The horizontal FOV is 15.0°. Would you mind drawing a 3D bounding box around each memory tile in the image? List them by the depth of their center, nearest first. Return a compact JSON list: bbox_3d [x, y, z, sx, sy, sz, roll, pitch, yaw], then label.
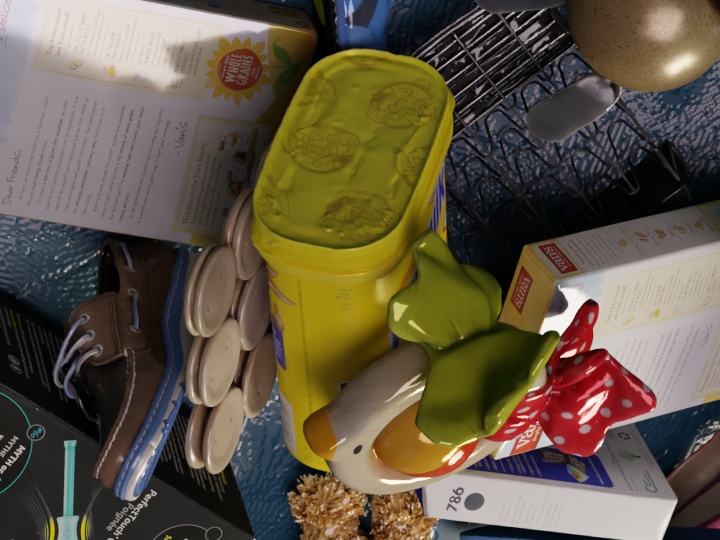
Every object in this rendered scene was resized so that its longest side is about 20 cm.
[{"bbox_3d":[-0.054,0.003,1.526,0.017,0.200,0.154,13,133,17],"label":"memory tile"}]

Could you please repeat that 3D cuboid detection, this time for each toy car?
[{"bbox_3d":[0.170,-0.153,1.515,0.199,0.158,0.165,-23,101,10],"label":"toy car"}]

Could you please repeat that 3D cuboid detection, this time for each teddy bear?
[{"bbox_3d":[-0.001,0.215,1.724,0.144,0.067,0.201,16,113,-19],"label":"teddy bear"}]

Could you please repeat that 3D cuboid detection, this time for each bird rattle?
[{"bbox_3d":[0.053,0.062,1.469,0.163,0.113,0.200,-33,160,13],"label":"bird rattle"}]

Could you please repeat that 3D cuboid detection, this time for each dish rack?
[{"bbox_3d":[0.094,-0.068,1.603,0.153,0.055,0.200,-38,119,5],"label":"dish rack"}]

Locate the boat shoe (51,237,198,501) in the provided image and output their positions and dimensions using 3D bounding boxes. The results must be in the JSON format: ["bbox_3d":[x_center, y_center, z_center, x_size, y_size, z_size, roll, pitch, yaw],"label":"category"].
[{"bbox_3d":[-0.135,0.052,1.527,0.072,0.200,0.073,20,121,-9],"label":"boat shoe"}]

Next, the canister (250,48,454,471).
[{"bbox_3d":[0.000,0.000,1.517,0.086,0.149,0.201,11,140,13],"label":"canister"}]

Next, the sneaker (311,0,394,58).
[{"bbox_3d":[0.009,-0.187,1.507,0.078,0.066,0.201,-12,120,-12],"label":"sneaker"}]

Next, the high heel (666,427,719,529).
[{"bbox_3d":[0.221,0.125,1.736,0.095,0.068,0.201,6,128,-26],"label":"high heel"}]

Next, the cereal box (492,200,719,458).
[{"bbox_3d":[0.168,0.030,1.626,0.199,0.040,0.144,-12,137,-30],"label":"cereal box"}]

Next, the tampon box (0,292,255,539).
[{"bbox_3d":[-0.190,0.129,1.592,0.200,0.126,0.150,35,106,-29],"label":"tampon box"}]

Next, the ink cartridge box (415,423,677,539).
[{"bbox_3d":[0.087,0.116,1.674,0.199,0.100,0.039,10,117,-19],"label":"ink cartridge box"}]

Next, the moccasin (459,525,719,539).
[{"bbox_3d":[0.156,0.196,1.709,0.199,0.080,0.069,3,99,19],"label":"moccasin"}]

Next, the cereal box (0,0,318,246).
[{"bbox_3d":[-0.137,-0.093,1.534,0.199,0.040,0.145,10,115,-19],"label":"cereal box"}]
